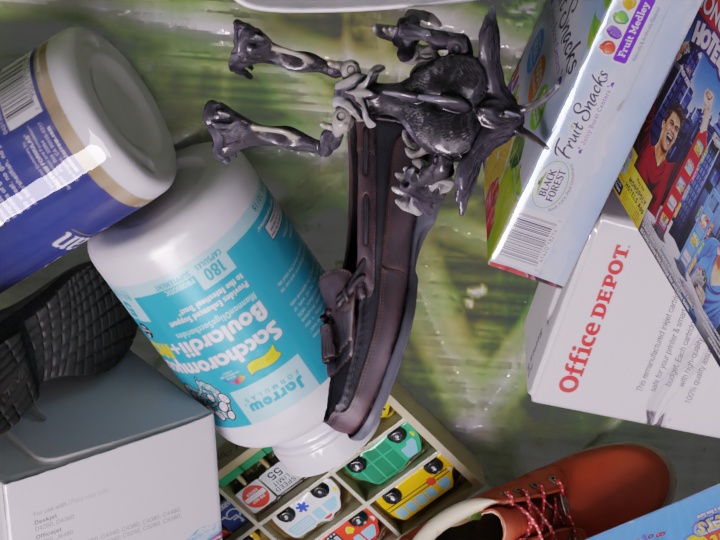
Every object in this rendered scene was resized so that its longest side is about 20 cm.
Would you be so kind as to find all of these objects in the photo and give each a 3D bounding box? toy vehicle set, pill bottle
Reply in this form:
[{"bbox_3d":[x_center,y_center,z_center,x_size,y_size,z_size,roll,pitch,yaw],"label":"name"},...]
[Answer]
[{"bbox_3d":[-0.035,0.148,1.780,0.200,0.027,0.124,-37,116,20],"label":"toy vehicle set"},{"bbox_3d":[-0.067,0.029,1.648,0.111,0.111,0.200,-28,115,15],"label":"pill bottle"},{"bbox_3d":[-0.216,-0.047,1.602,0.200,0.111,0.111,-30,118,18],"label":"pill bottle"}]

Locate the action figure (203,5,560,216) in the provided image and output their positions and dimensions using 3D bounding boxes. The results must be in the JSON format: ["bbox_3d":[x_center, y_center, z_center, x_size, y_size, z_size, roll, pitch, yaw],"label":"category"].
[{"bbox_3d":[0.020,-0.093,1.544,0.200,0.102,0.119,9,90,17],"label":"action figure"}]

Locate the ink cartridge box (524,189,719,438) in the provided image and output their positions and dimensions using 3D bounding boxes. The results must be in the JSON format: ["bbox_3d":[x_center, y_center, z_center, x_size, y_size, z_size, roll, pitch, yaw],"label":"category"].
[{"bbox_3d":[0.213,0.021,1.669,0.200,0.084,0.146,12,124,-9],"label":"ink cartridge box"}]

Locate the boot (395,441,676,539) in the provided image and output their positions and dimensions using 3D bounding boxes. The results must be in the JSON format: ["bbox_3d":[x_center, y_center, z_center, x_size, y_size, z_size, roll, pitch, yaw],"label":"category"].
[{"bbox_3d":[0.112,0.160,1.724,0.200,0.107,0.075,-23,78,-8],"label":"boot"}]

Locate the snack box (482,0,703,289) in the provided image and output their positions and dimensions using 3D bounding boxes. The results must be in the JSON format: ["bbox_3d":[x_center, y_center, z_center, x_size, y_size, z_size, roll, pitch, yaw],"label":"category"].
[{"bbox_3d":[0.128,-0.111,1.552,0.053,0.142,0.200,18,121,-11],"label":"snack box"}]

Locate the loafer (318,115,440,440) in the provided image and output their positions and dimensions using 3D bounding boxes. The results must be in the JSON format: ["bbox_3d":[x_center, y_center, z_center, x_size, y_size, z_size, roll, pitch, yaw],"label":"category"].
[{"bbox_3d":[0.000,0.000,1.605,0.063,0.200,0.072,20,158,-14],"label":"loafer"}]

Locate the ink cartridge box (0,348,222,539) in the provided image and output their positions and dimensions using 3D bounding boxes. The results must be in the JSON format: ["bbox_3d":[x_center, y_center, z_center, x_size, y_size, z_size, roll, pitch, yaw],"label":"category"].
[{"bbox_3d":[-0.179,0.166,1.676,0.146,0.147,0.200,-17,119,-28],"label":"ink cartridge box"}]

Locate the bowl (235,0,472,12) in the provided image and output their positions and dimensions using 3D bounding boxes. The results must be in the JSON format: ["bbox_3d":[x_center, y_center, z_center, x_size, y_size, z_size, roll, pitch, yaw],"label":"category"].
[{"bbox_3d":[0.007,-0.247,1.503,0.200,0.075,0.200,-4,123,1],"label":"bowl"}]

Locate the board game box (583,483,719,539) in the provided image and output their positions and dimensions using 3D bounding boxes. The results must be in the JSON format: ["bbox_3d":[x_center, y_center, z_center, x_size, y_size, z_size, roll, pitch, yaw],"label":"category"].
[{"bbox_3d":[0.230,0.187,1.731,0.200,0.056,0.196,-25,159,14],"label":"board game box"}]

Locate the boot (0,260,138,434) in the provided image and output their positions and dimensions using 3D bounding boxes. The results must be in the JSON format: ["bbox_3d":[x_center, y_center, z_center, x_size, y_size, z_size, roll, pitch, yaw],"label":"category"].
[{"bbox_3d":[-0.231,0.040,1.644,0.131,0.200,0.068,2,110,29],"label":"boot"}]

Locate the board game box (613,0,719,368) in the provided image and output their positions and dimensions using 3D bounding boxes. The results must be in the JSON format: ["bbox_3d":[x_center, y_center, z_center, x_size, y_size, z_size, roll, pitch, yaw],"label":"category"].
[{"bbox_3d":[0.226,-0.073,1.478,0.062,0.200,0.200,9,123,-25],"label":"board game box"}]
